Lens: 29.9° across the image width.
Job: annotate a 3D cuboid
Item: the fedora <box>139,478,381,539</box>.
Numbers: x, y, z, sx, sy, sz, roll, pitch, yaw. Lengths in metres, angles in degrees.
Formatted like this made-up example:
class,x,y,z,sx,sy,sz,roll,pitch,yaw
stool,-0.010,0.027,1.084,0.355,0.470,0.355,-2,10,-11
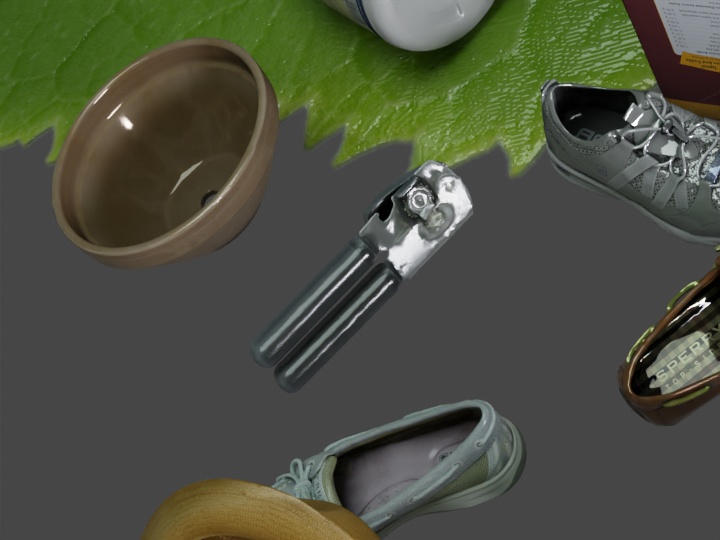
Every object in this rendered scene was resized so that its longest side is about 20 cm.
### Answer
class,x,y,z,sx,sy,sz,roll,pitch,yaw
fedora,-0.037,0.197,0.815,0.198,0.203,0.082,-5,21,28

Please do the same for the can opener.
class,x,y,z,sx,sy,sz,roll,pitch,yaw
can opener,0.000,0.000,0.984,0.200,0.053,0.067,-45,16,-2

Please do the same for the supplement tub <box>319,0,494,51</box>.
class,x,y,z,sx,sy,sz,roll,pitch,yaw
supplement tub,0.010,-0.276,1.085,0.145,0.145,0.200,-47,49,-5

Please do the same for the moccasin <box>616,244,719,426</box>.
class,x,y,z,sx,sy,sz,roll,pitch,yaw
moccasin,0.234,0.012,0.797,0.200,0.078,0.074,-35,73,6

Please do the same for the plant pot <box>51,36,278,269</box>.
class,x,y,z,sx,sy,sz,roll,pitch,yaw
plant pot,-0.140,-0.078,1.079,0.198,0.093,0.203,-16,54,22

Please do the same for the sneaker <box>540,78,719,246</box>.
class,x,y,z,sx,sy,sz,roll,pitch,yaw
sneaker,0.196,-0.075,0.883,0.198,0.082,0.075,19,70,38

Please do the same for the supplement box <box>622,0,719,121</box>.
class,x,y,z,sx,sy,sz,roll,pitch,yaw
supplement box,0.278,-0.196,0.835,0.195,0.200,0.134,14,67,36

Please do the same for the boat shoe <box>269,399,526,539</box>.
class,x,y,z,sx,sy,sz,roll,pitch,yaw
boat shoe,0.006,0.134,0.870,0.200,0.065,0.075,-20,51,19
